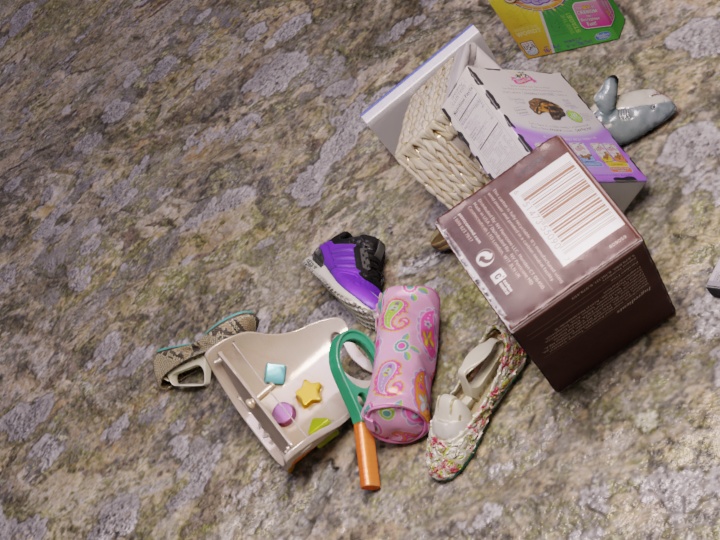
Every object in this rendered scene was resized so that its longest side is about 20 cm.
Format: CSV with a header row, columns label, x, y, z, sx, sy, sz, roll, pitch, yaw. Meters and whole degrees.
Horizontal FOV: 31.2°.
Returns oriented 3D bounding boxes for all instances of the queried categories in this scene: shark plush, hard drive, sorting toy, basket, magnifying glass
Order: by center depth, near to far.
label,x,y,z,sx,sy,sz,roll,pitch,yaw
magnifying glass,0.002,0.165,1.553,0.022,0.080,0.200,-28,57,40
shark plush,0.301,-0.160,1.626,0.200,0.091,0.083,-42,66,-6
sorting toy,-0.064,0.145,1.634,0.180,0.107,0.200,-34,54,-12
basket,0.138,-0.188,1.708,0.123,0.136,0.200,-39,19,31
hard drive,0.106,-0.250,1.838,0.200,0.132,0.025,-39,59,5

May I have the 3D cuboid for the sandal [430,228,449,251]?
label,x,y,z,sx,sy,sz,roll,pitch,yaw
sandal,0.170,-0.058,1.658,0.200,0.054,0.080,-19,34,50

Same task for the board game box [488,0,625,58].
label,x,y,z,sx,sy,sz,roll,pitch,yaw
board game box,0.253,-0.389,1.781,0.153,0.200,0.040,-7,49,39

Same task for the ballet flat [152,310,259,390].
label,x,y,z,sx,sy,sz,roll,pitch,yaw
ballet flat,-0.217,0.125,1.829,0.200,0.068,0.075,-24,62,31

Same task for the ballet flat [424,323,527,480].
label,x,y,z,sx,sy,sz,roll,pitch,yaw
ballet flat,0.123,0.144,1.484,0.076,0.064,0.200,12,63,46

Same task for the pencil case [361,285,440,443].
label,x,y,z,sx,sy,sz,roll,pitch,yaw
pencil case,0.051,0.109,1.564,0.087,0.087,0.200,-19,44,28

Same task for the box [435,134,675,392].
label,x,y,z,sx,sy,sz,roll,pitch,yaw
box,0.213,-0.003,1.392,0.164,0.200,0.166,-36,57,5

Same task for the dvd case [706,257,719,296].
label,x,y,z,sx,sy,sz,roll,pitch,yaw
dvd case,0.477,-0.049,1.382,0.150,0.025,0.200,9,61,47

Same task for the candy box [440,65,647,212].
label,x,y,z,sx,sy,sz,roll,pitch,yaw
candy box,0.218,-0.152,1.542,0.200,0.168,0.072,59,134,31

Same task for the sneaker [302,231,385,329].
label,x,y,z,sx,sy,sz,roll,pitch,yaw
sneaker,0.000,0.000,1.738,0.100,0.070,0.200,-43,37,-4
